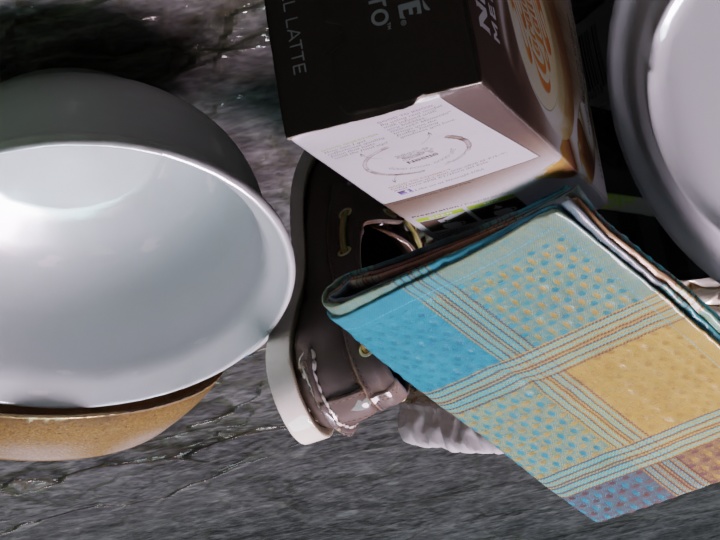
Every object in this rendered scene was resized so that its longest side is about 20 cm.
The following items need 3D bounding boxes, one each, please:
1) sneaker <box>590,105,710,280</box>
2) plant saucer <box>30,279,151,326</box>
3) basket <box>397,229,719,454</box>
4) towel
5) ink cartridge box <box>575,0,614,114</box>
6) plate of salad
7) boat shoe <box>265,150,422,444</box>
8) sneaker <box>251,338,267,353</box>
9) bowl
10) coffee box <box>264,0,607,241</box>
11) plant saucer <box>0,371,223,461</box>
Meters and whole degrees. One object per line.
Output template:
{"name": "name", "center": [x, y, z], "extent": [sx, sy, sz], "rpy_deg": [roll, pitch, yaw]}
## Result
{"name": "sneaker", "center": [0.126, -0.023, 1.226], "extent": [0.200, 0.072, 0.083], "rpy_deg": [16, 124, -18]}
{"name": "plant saucer", "center": [-0.125, 0.000, 1.361], "extent": [0.200, 0.037, 0.200], "rpy_deg": [2, -174, 0]}
{"name": "basket", "center": [0.145, 0.016, 1.369], "extent": [0.200, 0.161, 0.198], "rpy_deg": [-2, -179, -28]}
{"name": "towel", "center": [0.098, 0.041, 1.170], "extent": [0.147, 0.022, 0.200], "rpy_deg": [-23, 133, 37]}
{"name": "ink cartridge box", "center": [0.201, -0.104, 1.253], "extent": [0.200, 0.050, 0.109], "rpy_deg": [-3, 164, -26]}
{"name": "plate of salad", "center": [0.192, -0.074, 1.105], "extent": [0.200, 0.200, 0.048], "rpy_deg": [-24, -178, 43]}
{"name": "boat shoe", "center": [0.000, 0.000, 1.270], "extent": [0.060, 0.200, 0.072], "rpy_deg": [-17, 125, 20]}
{"name": "sneaker", "center": [-0.143, 0.041, 1.505], "extent": [0.200, 0.077, 0.081], "rpy_deg": [-9, 170, 9]}
{"name": "bowl", "center": [-0.131, -0.028, 1.194], "extent": [0.201, 0.090, 0.201], "rpy_deg": [-4, 144, -3]}
{"name": "coffee box", "center": [0.032, -0.090, 1.071], "extent": [0.080, 0.114, 0.200], "rpy_deg": [-14, 165, 16]}
{"name": "plant saucer", "center": [-0.169, 0.056, 1.337], "extent": [0.200, 0.035, 0.200], "rpy_deg": [4, -164, -1]}
